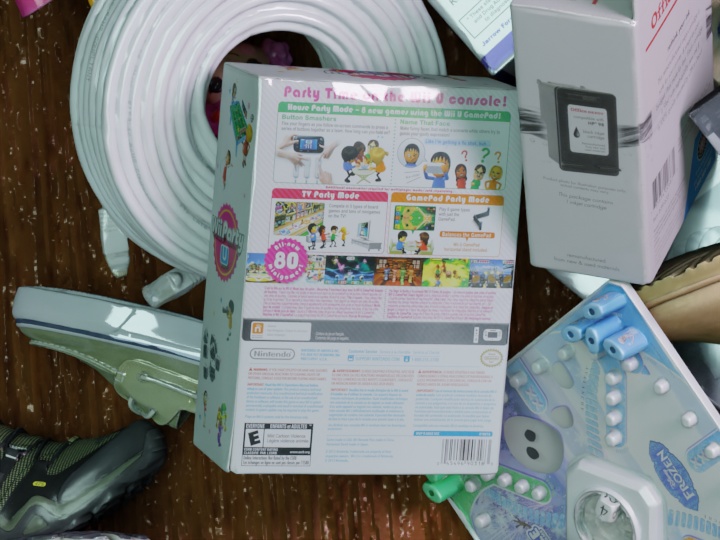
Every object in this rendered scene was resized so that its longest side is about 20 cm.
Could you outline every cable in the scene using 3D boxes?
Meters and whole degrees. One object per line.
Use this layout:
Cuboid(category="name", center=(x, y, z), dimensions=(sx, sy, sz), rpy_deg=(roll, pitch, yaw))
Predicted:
Cuboid(category="cable", center=(-0.053, -0.091, 1.530), dimensions=(0.199, 0.069, 0.201), rpy_deg=(-21, 109, -15))

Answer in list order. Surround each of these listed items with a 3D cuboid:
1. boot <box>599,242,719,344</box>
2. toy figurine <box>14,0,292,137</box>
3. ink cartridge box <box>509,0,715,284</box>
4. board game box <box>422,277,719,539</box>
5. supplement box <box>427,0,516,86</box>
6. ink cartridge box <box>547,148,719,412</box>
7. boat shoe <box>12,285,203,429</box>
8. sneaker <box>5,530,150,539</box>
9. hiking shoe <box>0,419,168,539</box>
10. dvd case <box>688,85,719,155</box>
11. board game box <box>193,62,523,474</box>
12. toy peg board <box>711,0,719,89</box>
Cuboid(category="boot", center=(0.229, 0.077, 1.511), dimensions=(0.175, 0.066, 0.201), rpy_deg=(-19, 93, 6))
Cuboid(category="toy figurine", center=(-0.101, -0.130, 1.609), dimensions=(0.200, 0.150, 0.184), rpy_deg=(-27, 97, -10))
Cuboid(category="ink cartridge box", center=(0.127, -0.109, 1.459), dimensions=(0.067, 0.116, 0.200), rpy_deg=(10, 130, 21))
Cuboid(category="board game box", center=(0.127, 0.133, 1.528), dimensions=(0.200, 0.026, 0.200), rpy_deg=(56, 137, 8))
Cuboid(category="supplement box", center=(0.049, -0.206, 1.575), dimensions=(0.103, 0.101, 0.200), rpy_deg=(-43, 81, 7))
Cuboid(category="ink cartridge box", center=(0.234, -0.017, 1.561), dimensions=(0.200, 0.041, 0.200), rpy_deg=(38, 96, 10))
Cuboid(category="boat shoe", center=(-0.100, 0.055, 1.615), dimensions=(0.199, 0.072, 0.062), rpy_deg=(14, 89, 9))
Cuboid(category="sneaker", center=(-0.175, 0.194, 1.595), dimensions=(0.200, 0.077, 0.080), rpy_deg=(-37, 58, 42))
Cuboid(category="hiking shoe", center=(-0.207, 0.111, 1.634), dimensions=(0.200, 0.076, 0.101), rpy_deg=(-23, 87, 11))
Cuboid(category="dvd case", center=(0.278, -0.040, 1.435), dimensions=(0.150, 0.025, 0.200), rpy_deg=(-36, 96, 30))
Cuboid(category="board game box", center=(0.000, 0.000, 1.496), dimensions=(0.147, 0.064, 0.201), rpy_deg=(2, 100, -20))
Cuboid(category="toy peg board", center=(0.287, -0.156, 1.499), dimensions=(0.199, 0.098, 0.200), rpy_deg=(32, 80, 9))
